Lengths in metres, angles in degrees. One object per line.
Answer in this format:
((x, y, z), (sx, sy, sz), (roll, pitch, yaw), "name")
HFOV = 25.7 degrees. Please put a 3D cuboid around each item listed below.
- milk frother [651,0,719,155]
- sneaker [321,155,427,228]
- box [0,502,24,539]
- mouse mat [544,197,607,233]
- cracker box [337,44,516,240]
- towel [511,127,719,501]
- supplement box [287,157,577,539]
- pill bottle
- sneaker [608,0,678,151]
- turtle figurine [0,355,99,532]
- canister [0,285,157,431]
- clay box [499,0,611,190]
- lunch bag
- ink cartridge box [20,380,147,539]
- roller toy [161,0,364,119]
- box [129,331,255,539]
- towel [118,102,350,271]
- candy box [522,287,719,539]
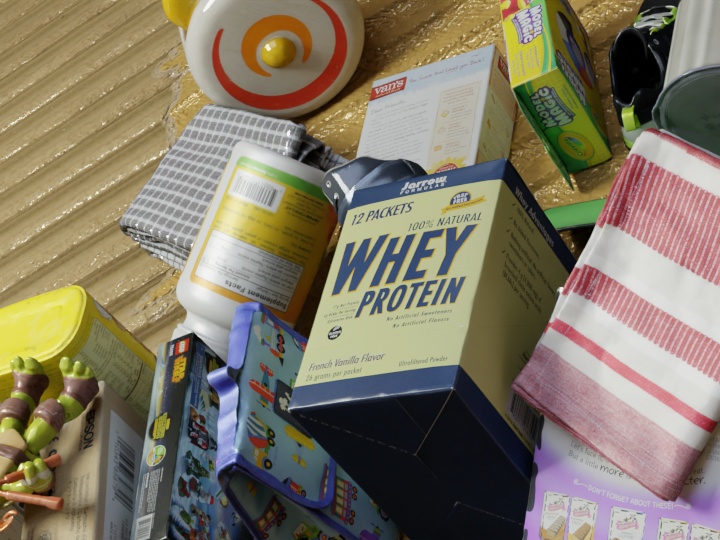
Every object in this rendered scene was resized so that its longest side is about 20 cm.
((0.312, -0.218, 1.220), (0.180, 0.200, 0.189), (-8, 49, 30), "milk frother")
((0.001, 0.000, 1.320), (0.203, 0.077, 0.146), (-52, 54, 16), "sneaker")
((-0.291, 0.205, 1.319), (0.035, 0.200, 0.110), (-8, 48, 35), "box")
((0.201, -0.048, 1.221), (0.199, 0.008, 0.161), (-7, 8, 35), "mouse mat")
((0.065, -0.101, 1.428), (0.134, 0.058, 0.201), (-13, 47, 31), "cracker box")
((0.187, 0.023, 0.987), (0.144, 0.023, 0.201), (34, 103, 43), "towel")
((0.075, 0.066, 1.144), (0.134, 0.200, 0.200), (-10, 46, 32), "supplement box")
((-0.096, -0.004, 1.400), (0.111, 0.111, 0.201), (22, 90, 49), "pill bottle")
((0.251, -0.186, 1.331), (0.071, 0.083, 0.201), (-13, 46, 30), "sneaker")
((-0.259, 0.141, 1.197), (0.199, 0.064, 0.162), (-10, 40, 40), "turtle figurine")
((-0.230, 0.109, 1.358), (0.148, 0.200, 0.087), (-17, 45, 27), "canister")
((0.167, -0.174, 1.365), (0.047, 0.115, 0.200), (-24, 42, 19), "clay box")
((-0.054, 0.129, 1.191), (0.094, 0.200, 0.151), (-20, 43, 25), "lunch bag")
((-0.191, 0.216, 1.253), (0.075, 0.165, 0.200), (-24, 42, 17), "ink cartridge box")
((-0.093, -0.253, 1.600), (0.182, 0.200, 0.140), (-21, 41, 2), "roller toy")
((-0.118, 0.167, 1.261), (0.040, 0.137, 0.201), (-21, 43, 23), "box")
((-0.129, -0.076, 1.544), (0.200, 0.086, 0.166), (16, 65, 47), "towel")
((0.198, 0.119, 1.022), (0.167, 0.071, 0.201), (7, 88, 46), "candy box")
